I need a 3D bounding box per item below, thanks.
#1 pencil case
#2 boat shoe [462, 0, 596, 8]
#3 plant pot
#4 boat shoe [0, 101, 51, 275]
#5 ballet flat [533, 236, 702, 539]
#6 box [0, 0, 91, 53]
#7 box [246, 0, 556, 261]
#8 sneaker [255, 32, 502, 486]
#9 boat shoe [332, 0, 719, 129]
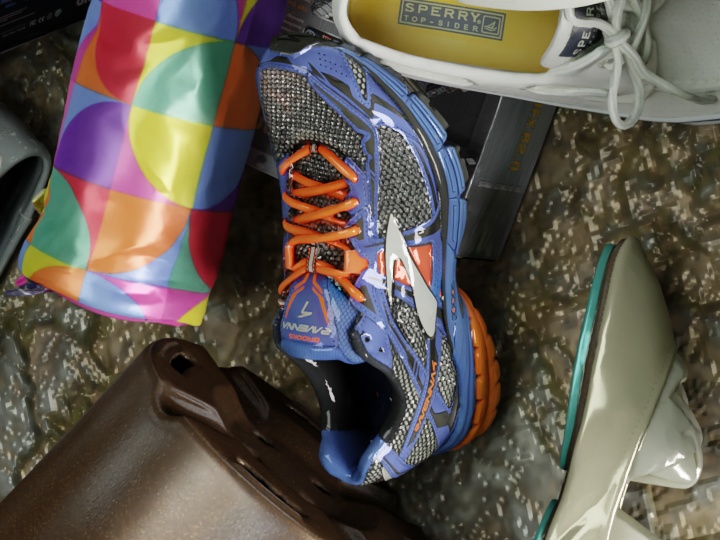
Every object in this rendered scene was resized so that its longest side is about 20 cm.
[{"bbox_3d":[-0.083,-0.074,1.131,0.088,0.088,0.201,22,99,30],"label":"pencil case"},{"bbox_3d":[0.025,-0.153,1.004,0.200,0.072,0.070,25,57,37],"label":"boat shoe"},{"bbox_3d":[-0.085,0.149,1.124,0.200,0.200,0.199,44,101,25],"label":"plant pot"},{"bbox_3d":[-0.204,0.016,1.262,0.071,0.070,0.202,35,103,31],"label":"boat shoe"},{"bbox_3d":[0.100,0.089,1.084,0.069,0.069,0.201,21,100,30],"label":"ballet flat"},{"bbox_3d":[-0.159,-0.160,1.141,0.046,0.200,0.160,36,131,24],"label":"box"},{"bbox_3d":[-0.005,-0.113,1.159,0.199,0.048,0.159,24,101,30],"label":"box"},{"bbox_3d":[0.000,0.000,1.078,0.075,0.078,0.201,7,126,41],"label":"sneaker"},{"bbox_3d":[0.086,-0.094,1.043,0.200,0.086,0.075,8,99,5],"label":"boat shoe"}]
